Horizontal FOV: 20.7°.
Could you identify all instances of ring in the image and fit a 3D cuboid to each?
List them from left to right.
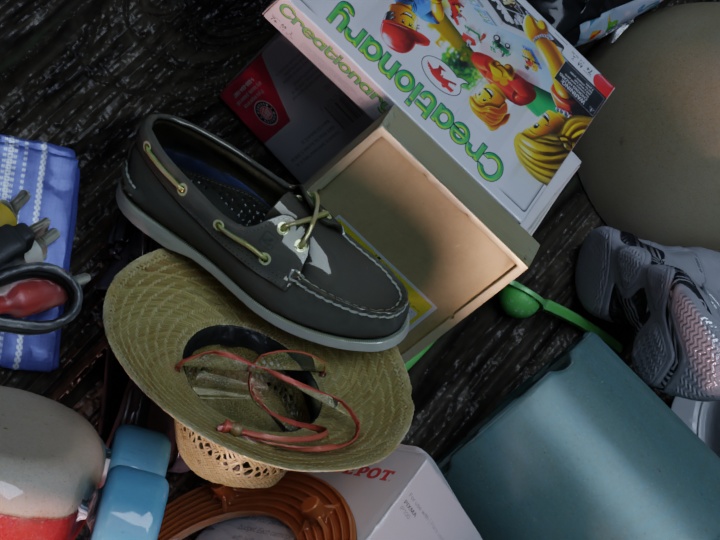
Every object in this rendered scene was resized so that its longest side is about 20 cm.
[{"bbox_3d":[-0.094,0.184,1.129,0.201,0.199,0.019,-50,125,-28],"label":"ring"}]

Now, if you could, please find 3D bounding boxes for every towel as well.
[{"bbox_3d":[-0.271,-0.021,1.199,0.198,0.024,0.146,10,74,-22],"label":"towel"}]

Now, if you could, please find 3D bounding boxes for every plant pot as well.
[{"bbox_3d":[0.155,0.160,1.267,0.200,0.200,0.196,-38,85,-29],"label":"plant pot"},{"bbox_3d":[0.268,-0.111,1.421,0.198,0.134,0.202,8,72,-24],"label":"plant pot"}]

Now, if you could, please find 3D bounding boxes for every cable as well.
[{"bbox_3d":[-0.243,0.025,1.149,0.199,0.050,0.097,-32,75,-32],"label":"cable"}]

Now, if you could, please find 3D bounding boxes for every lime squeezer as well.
[{"bbox_3d":[0.097,0.034,1.351,0.198,0.038,0.071,-7,79,-28],"label":"lime squeezer"}]

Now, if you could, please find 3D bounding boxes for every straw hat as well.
[{"bbox_3d":[-0.069,0.079,1.156,0.199,0.086,0.202,15,33,-10],"label":"straw hat"}]

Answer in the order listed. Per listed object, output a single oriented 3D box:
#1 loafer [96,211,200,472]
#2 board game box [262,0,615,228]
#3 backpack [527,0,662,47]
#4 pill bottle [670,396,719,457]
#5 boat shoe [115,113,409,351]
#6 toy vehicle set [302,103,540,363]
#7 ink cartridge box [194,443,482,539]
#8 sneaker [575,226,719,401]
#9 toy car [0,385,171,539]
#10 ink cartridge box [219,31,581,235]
[{"bbox_3d":[-0.136,0.025,1.223,0.062,0.072,0.202,0,79,-21],"label":"loafer"},{"bbox_3d":[0.051,-0.133,1.209,0.200,0.035,0.127,42,60,-10],"label":"board game box"},{"bbox_3d":[0.173,-0.250,1.421,0.199,0.154,0.164,-29,83,-8],"label":"backpack"},{"bbox_3d":[0.314,0.113,1.334,0.112,0.199,0.114,5,83,-53],"label":"pill bottle"},{"bbox_3d":[-0.055,-0.023,1.168,0.201,0.061,0.072,31,43,12],"label":"boat shoe"},{"bbox_3d":[0.000,0.000,1.224,0.124,0.200,0.027,44,38,-9],"label":"toy vehicle set"},{"bbox_3d":[-0.041,0.198,1.166,0.200,0.146,0.083,-49,121,-28],"label":"ink cartridge box"},{"bbox_3d":[0.232,0.030,1.338,0.114,0.200,0.076,8,110,-22],"label":"sneaker"},{"bbox_3d":[-0.221,0.176,1.114,0.183,0.177,0.202,16,98,-7],"label":"toy car"},{"bbox_3d":[0.025,-0.091,1.288,0.200,0.145,0.083,46,58,-7],"label":"ink cartridge box"}]
